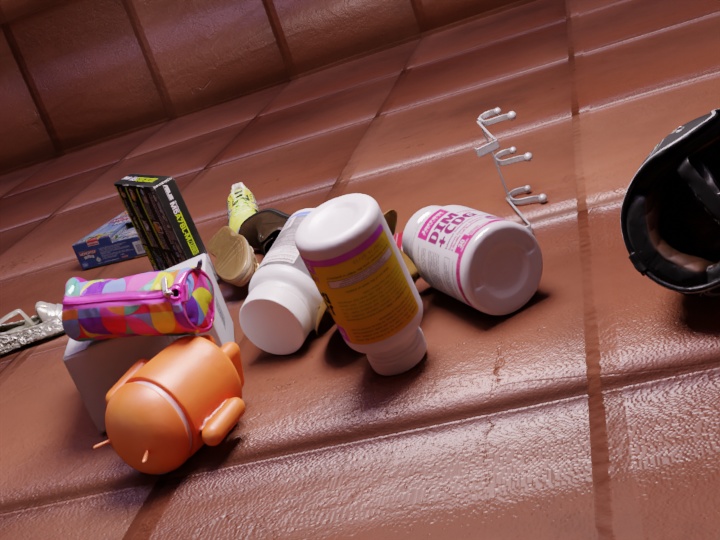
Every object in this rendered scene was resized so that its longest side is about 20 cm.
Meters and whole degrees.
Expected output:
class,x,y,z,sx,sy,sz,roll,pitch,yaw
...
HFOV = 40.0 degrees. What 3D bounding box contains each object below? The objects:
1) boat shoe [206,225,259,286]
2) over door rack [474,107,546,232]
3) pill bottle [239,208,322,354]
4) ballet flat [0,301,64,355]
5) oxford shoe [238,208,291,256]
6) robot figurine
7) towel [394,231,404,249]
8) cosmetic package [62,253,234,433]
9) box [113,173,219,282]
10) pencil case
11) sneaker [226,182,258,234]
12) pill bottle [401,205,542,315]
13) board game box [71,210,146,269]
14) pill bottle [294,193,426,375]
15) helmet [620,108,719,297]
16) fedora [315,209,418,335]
class,x,y,z,sx,sy,sz,roll,pitch,yaw
boat shoe,-0.200,-0.016,1.638,0.074,0.069,0.200,-45,26,3
over door rack,0.223,-0.149,1.455,0.066,0.150,0.201,-20,19,15
pill bottle,-0.087,0.014,1.363,0.112,0.115,0.201,-9,33,28
ballet flat,-0.577,0.094,1.738,0.197,0.073,0.072,-21,20,-3
oxford shoe,-0.155,-0.060,1.707,0.198,0.074,0.084,0,30,45
robot figurine,-0.216,0.155,1.147,0.200,0.144,0.117,-43,-4,-48
towel,0.000,0.000,1.474,0.197,0.023,0.145,-18,22,12
cosmetic package,-0.282,0.095,1.353,0.197,0.125,0.200,-20,20,-1
box,-0.340,-0.068,1.723,0.047,0.203,0.192,-31,22,-25
pencil case,-0.270,0.041,1.199,0.196,0.090,0.089,-7,23,23
sneaker,-0.233,-0.113,1.916,0.074,0.078,0.200,-20,21,-6
pill bottle,0.134,-0.021,1.257,0.112,0.115,0.200,-26,20,-16
board game box,-0.480,-0.088,2.118,0.197,0.063,0.200,-12,22,24
pill bottle,0.008,0.021,1.128,0.103,0.202,0.105,-20,30,12
helmet,0.380,-0.071,1.029,0.198,0.204,0.189,0,13,44
fedora,0.019,0.019,1.267,0.081,0.202,0.201,32,38,8
